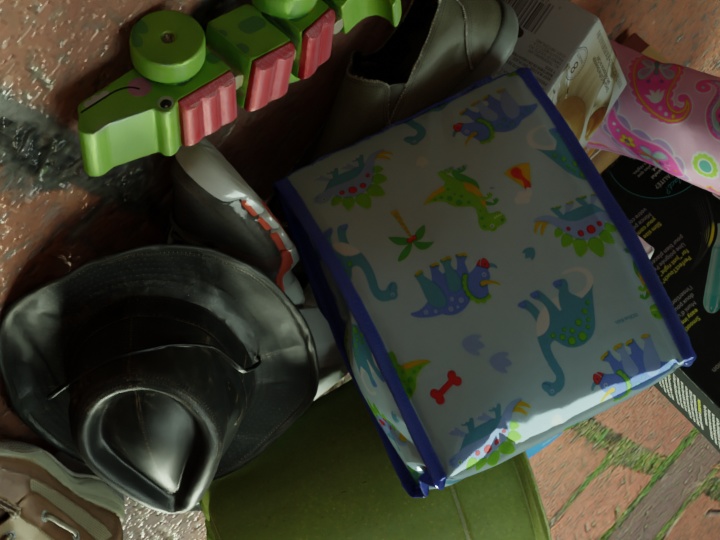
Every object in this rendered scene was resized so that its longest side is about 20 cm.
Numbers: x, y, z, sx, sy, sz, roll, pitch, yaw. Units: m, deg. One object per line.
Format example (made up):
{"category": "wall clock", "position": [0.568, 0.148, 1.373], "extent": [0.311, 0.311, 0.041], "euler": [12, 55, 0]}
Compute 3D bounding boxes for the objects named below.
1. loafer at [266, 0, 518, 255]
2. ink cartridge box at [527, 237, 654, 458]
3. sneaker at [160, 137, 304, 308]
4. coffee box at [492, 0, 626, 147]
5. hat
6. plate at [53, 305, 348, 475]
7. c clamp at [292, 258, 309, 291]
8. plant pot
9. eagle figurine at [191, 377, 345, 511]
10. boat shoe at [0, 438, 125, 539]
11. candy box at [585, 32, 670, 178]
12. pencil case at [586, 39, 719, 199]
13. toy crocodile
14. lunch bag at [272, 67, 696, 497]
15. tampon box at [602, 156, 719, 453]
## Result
{"category": "loafer", "position": [0.006, -0.098, 1.110], "extent": [0.070, 0.075, 0.200], "euler": [37, 96, -35]}
{"category": "ink cartridge box", "position": [0.107, 0.025, 1.355], "extent": [0.084, 0.144, 0.201], "euler": [-28, 150, -40]}
{"category": "sneaker", "position": [-0.085, -0.003, 1.079], "extent": [0.082, 0.077, 0.200], "euler": [-36, 154, -9]}
{"category": "coffee box", "position": [0.079, -0.077, 1.202], "extent": [0.201, 0.079, 0.114], "euler": [-56, 156, -3]}
{"category": "hat", "position": [-0.110, 0.081, 1.037], "extent": [0.199, 0.081, 0.202], "euler": [-4, 136, -4]}
{"category": "plate", "position": [-0.089, 0.088, 1.185], "extent": [0.199, 0.032, 0.199], "euler": [-39, 163, 28]}
{"category": "c clamp", "position": [0.000, 0.000, 1.283], "extent": [0.171, 0.027, 0.201], "euler": [-40, 155, -18]}
{"category": "plant pot", "position": [-0.002, 0.151, 1.175], "extent": [0.189, 0.201, 0.201], "euler": [-19, 150, -11]}
{"category": "eagle figurine", "position": [-0.048, 0.182, 1.339], "extent": [0.150, 0.152, 0.200], "euler": [-26, -168, 30]}
{"category": "boat shoe", "position": [-0.198, 0.146, 1.065], "extent": [0.075, 0.072, 0.200], "euler": [-19, 154, 26]}
{"category": "candy box", "position": [0.196, -0.085, 1.451], "extent": [0.115, 0.055, 0.200], "euler": [-43, 156, -8]}
{"category": "pencil case", "position": [0.218, -0.101, 1.285], "extent": [0.087, 0.199, 0.088], "euler": [-48, 151, -37]}
{"category": "toy crocodile", "position": [-0.063, -0.108, 0.966], "extent": [0.199, 0.062, 0.068], "euler": [-34, 153, -28]}
{"category": "lunch bag", "position": [0.064, 0.004, 1.058], "extent": [0.169, 0.201, 0.127], "euler": [-25, 175, -12]}
{"category": "tampon box", "position": [0.261, 0.011, 1.391], "extent": [0.150, 0.200, 0.126], "euler": [-40, 156, -5]}
